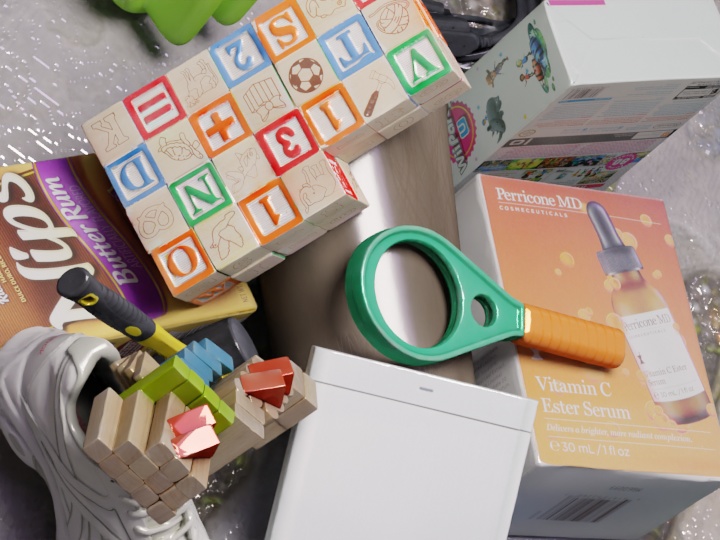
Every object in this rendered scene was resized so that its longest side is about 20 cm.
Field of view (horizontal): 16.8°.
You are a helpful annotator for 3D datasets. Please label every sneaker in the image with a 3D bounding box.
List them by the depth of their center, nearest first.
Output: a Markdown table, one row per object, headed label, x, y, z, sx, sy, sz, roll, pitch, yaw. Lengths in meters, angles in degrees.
| label | x | y | z | sx | sy | sz | roll | pitch | yaw |
| --- | --- | --- | --- | --- | --- | --- | --- | --- | --- |
| sneaker | -0.124 | 0.120 | 1.306 | 0.078 | 0.099 | 0.200 | -39 | 107 | -31 |

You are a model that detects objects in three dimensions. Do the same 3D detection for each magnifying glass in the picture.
| label | x | y | z | sx | sy | sz | roll | pitch | yaw |
| --- | --- | --- | --- | --- | --- | --- | --- | --- | --- |
| magnifying glass | 0.075 | 0.026 | 1.412 | 0.200 | 0.022 | 0.080 | 16 | 67 | -36 |

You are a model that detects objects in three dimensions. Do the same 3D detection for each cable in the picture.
| label | x | y | z | sx | sy | sz | roll | pitch | yaw |
| --- | --- | --- | --- | --- | --- | --- | --- | --- | --- |
| cable | 0.049 | -0.214 | 1.690 | 0.200 | 0.051 | 0.163 | -1 | 59 | -32 |

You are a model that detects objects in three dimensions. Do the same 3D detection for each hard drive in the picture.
| label | x | y | z | sx | sy | sz | roll | pitch | yaw |
| --- | --- | --- | --- | --- | --- | --- | --- | --- | --- |
| hard drive | 0.013 | 0.155 | 1.362 | 0.132 | 0.027 | 0.200 | 14 | 88 | -9 |

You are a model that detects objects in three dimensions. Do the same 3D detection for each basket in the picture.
| label | x | y | z | sx | sy | sz | roll | pitch | yaw |
| --- | --- | --- | --- | --- | --- | --- | --- | --- | --- |
| basket | 0.000 | 0.000 | 1.462 | 0.180 | 0.136 | 0.200 | 43 | 36 | -68 |

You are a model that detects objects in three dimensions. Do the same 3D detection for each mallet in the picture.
| label | x | y | z | sx | sy | sz | roll | pitch | yaw |
| --- | --- | --- | --- | --- | --- | --- | --- | --- | --- |
| mallet | -0.108 | 0.030 | 1.336 | 0.066 | 0.200 | 0.041 | -25 | 67 | 2 |

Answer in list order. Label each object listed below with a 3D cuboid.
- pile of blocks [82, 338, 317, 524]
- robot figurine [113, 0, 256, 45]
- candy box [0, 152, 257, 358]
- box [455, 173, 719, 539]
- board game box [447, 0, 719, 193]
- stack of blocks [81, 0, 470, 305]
| label | x | y | z | sx | sy | sz | roll | pitch | yaw |
| --- | --- | --- | --- | --- | --- | --- | --- | --- | --- |
| pile of blocks | -0.076 | 0.062 | 1.270 | 0.082 | 0.062 | 0.200 | 56 | 21 | 1 |
| robot figurine | -0.136 | -0.244 | 1.530 | 0.175 | 0.116 | 0.200 | -28 | 80 | -37 |
| candy box | -0.170 | -0.002 | 1.401 | 0.200 | 0.056 | 0.117 | -12 | 71 | -37 |
| box | 0.124 | 0.057 | 1.529 | 0.152 | 0.106 | 0.200 | 6 | 60 | -31 |
| board game box | 0.125 | -0.098 | 1.560 | 0.147 | 0.200 | 0.064 | -4 | 65 | -36 |
| stack of blocks | -0.041 | -0.080 | 1.373 | 0.115 | 0.200 | 0.059 | 60 | 8 | 12 |
